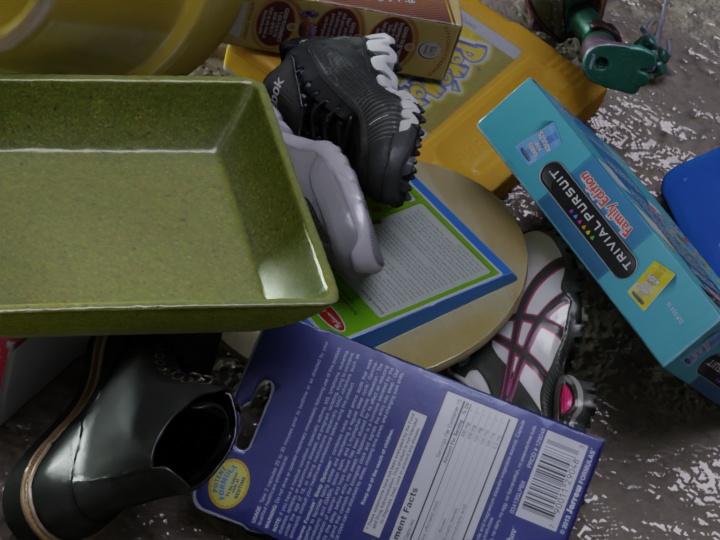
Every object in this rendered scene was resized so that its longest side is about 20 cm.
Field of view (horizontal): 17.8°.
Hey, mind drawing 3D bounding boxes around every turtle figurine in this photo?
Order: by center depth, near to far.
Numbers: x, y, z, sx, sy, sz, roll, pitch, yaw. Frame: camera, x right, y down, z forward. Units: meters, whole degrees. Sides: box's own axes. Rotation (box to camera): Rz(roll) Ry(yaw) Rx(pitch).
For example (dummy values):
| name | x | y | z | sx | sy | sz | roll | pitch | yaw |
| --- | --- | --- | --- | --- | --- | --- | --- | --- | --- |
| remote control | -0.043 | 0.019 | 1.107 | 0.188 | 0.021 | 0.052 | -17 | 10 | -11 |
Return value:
| name | x | y | z | sx | sy | sz | roll | pitch | yaw |
| --- | --- | --- | --- | --- | --- | --- | --- | --- | --- |
| turtle figurine | 0.161 | -0.192 | 1.570 | 0.101 | 0.150 | 0.200 | -20 | 18 | 5 |

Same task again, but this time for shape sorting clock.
| name | x | y | z | sx | sy | sz | roll | pitch | yaw |
| --- | --- | --- | --- | --- | --- | --- | --- | --- | --- |
| shape sorting clock | 0.000 | 0.000 | 1.371 | 0.200 | 0.039 | 0.200 | -1 | 40 | 1 |

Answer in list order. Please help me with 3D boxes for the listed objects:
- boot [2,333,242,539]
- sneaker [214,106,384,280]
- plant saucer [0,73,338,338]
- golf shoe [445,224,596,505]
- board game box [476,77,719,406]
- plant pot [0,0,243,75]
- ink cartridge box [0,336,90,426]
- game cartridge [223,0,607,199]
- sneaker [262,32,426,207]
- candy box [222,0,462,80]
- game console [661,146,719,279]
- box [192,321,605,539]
| name | x | y | z | sx | sy | sz | roll | pitch | yaw |
| --- | --- | --- | --- | --- | --- | --- | --- | --- | --- |
| boot | -0.093 | 0.063 | 1.232 | 0.077 | 0.138 | 0.200 | 43 | 50 | -22 |
| sneaker | -0.056 | -0.040 | 1.347 | 0.082 | 0.075 | 0.200 | -30 | 37 | -17 |
| plant saucer | -0.132 | -0.029 | 1.243 | 0.200 | 0.048 | 0.200 | -1 | 41 | -18 |
| golf shoe | 0.091 | 0.049 | 1.356 | 0.088 | 0.077 | 0.200 | 3 | 47 | -2 |
| board game box | 0.168 | -0.011 | 1.388 | 0.200 | 0.047 | 0.151 | 55 | 13 | 29 |
| plant pot | -0.189 | -0.193 | 1.354 | 0.201 | 0.201 | 0.189 | 34 | 18 | 14 |
| ink cartridge box | -0.236 | -0.025 | 1.312 | 0.200 | 0.083 | 0.145 | 34 | 48 | 13 |
| game cartridge | 0.039 | -0.130 | 1.526 | 0.200 | 0.032 | 0.176 | 34 | 49 | 16 |
| sneaker | -0.014 | -0.093 | 1.389 | 0.090 | 0.067 | 0.200 | 6 | 26 | -10 |
| candy box | -0.036 | -0.197 | 1.506 | 0.200 | 0.056 | 0.117 | 8 | 48 | -9 |
| game console | 0.314 | 0.006 | 1.498 | 0.171 | 0.118 | 0.200 | -23 | 53 | 5 |
| box | 0.020 | 0.113 | 1.265 | 0.200 | 0.032 | 0.121 | 22 | 79 | 2 |
